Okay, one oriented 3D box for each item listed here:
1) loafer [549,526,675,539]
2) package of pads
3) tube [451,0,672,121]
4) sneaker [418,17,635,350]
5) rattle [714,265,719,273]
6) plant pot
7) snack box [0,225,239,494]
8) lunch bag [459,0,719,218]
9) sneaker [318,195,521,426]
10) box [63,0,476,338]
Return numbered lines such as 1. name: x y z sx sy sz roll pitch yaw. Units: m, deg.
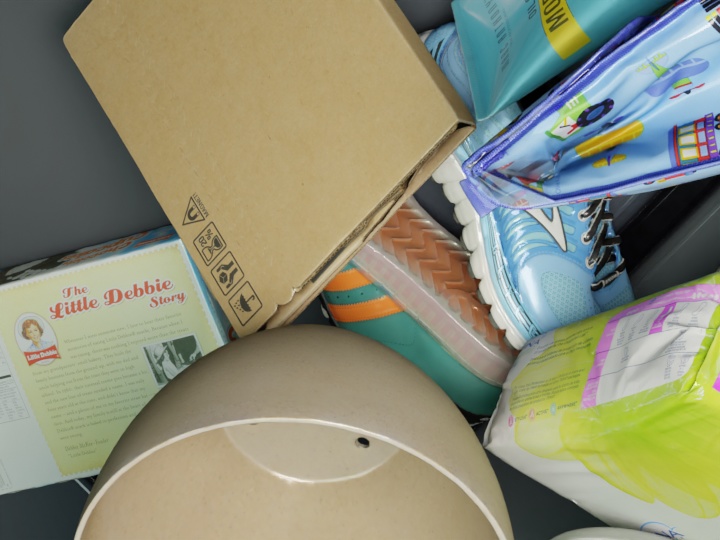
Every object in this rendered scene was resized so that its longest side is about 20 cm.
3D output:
1. loafer: 0.159 0.186 1.241 0.199 0.070 0.075 29 136 4
2. package of pads: 0.159 0.075 1.208 0.154 0.068 0.200 32 158 -15
3. tube: 0.126 -0.143 1.229 0.200 0.078 0.050 -32 130 24
4. sneaker: 0.094 -0.031 1.297 0.090 0.078 0.201 -24 100 29
5. rattle: 0.172 0.026 1.221 0.200 0.143 0.131 -26 91 47
6. plant pot: -0.026 0.103 1.267 0.199 0.135 0.201 2 126 3
7. snack box: -0.147 0.049 1.472 0.199 0.037 0.117 -13 106 30
8. lunch bag: 0.136 -0.071 1.177 0.199 0.151 0.094 -27 91 14
9. sneaker: 0.000 0.000 1.359 0.200 0.071 0.080 45 129 9
10. box: -0.048 -0.091 1.315 0.164 0.021 0.200 -46 62 27
